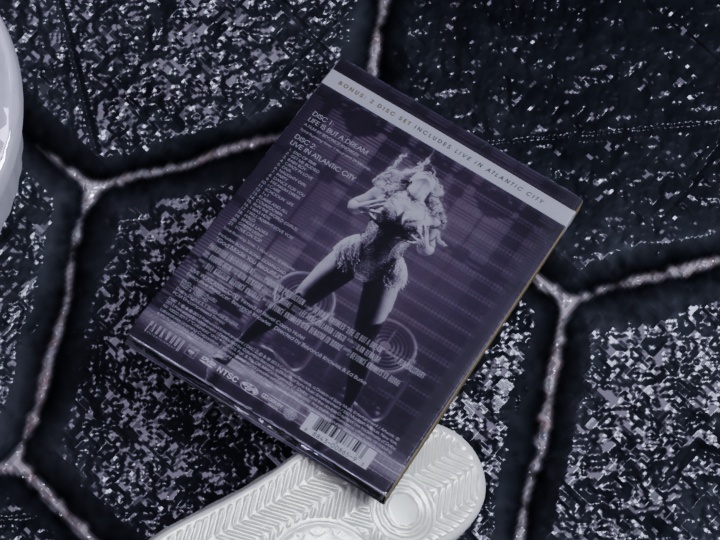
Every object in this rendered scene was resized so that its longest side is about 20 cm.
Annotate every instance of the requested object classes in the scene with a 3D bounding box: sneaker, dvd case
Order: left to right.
[{"bbox_3d":[-0.034,0.130,1.120,0.199,0.085,0.075,-17,77,-26],"label":"sneaker"},{"bbox_3d":[0.000,0.000,1.139,0.148,0.016,0.200,31,61,9],"label":"dvd case"}]

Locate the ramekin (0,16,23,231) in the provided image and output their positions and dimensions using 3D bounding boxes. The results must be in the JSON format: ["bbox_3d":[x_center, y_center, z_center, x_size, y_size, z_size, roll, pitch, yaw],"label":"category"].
[{"bbox_3d":[-0.261,-0.067,1.162,0.201,0.094,0.204,-1,77,4],"label":"ramekin"}]
